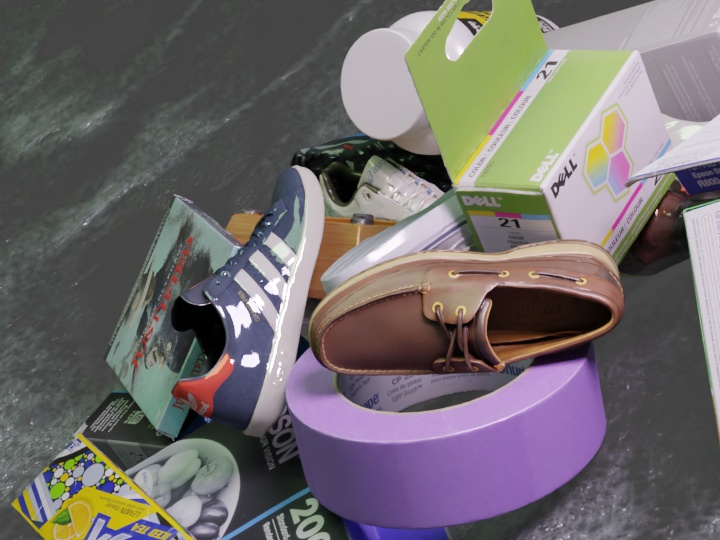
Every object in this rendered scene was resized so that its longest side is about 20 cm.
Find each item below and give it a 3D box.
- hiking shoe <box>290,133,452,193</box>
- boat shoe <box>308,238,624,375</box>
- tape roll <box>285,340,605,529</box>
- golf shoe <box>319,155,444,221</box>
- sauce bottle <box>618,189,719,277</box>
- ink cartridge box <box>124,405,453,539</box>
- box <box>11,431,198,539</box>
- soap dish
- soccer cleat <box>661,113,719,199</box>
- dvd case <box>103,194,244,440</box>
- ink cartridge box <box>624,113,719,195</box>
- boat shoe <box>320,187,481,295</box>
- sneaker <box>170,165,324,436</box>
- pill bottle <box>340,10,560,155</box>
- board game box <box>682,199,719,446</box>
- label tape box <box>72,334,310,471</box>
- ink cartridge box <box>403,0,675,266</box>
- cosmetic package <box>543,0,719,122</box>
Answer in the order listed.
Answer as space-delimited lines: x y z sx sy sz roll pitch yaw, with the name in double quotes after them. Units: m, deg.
0.033 -0.090 1.710 0.199 0.075 0.087 9 27 42 "hiking shoe"
0.066 0.028 1.251 0.199 0.072 0.068 -10 22 1 "boat shoe"
0.055 0.085 1.301 0.199 0.066 0.200 -12 24 5 "tape roll"
0.035 -0.043 1.591 0.200 0.097 0.078 3 38 50 "golf shoe"
0.185 -0.025 1.416 0.199 0.066 0.066 -1 40 48 "sauce bottle"
-0.055 0.158 1.359 0.199 0.043 0.198 -30 36 5 "ink cartridge box"
-0.148 0.184 1.315 0.070 0.064 0.200 -47 36 -9 "box"
0.000 0.000 1.489 0.157 0.082 0.200 2 3 -36 "soap dish"
0.191 -0.077 1.491 0.199 0.069 0.078 -1 59 39 "soccer cleat"
-0.138 0.029 1.514 0.147 0.022 0.200 -66 20 5 "dvd case"
0.295 -0.094 1.255 0.200 0.041 0.199 -33 14 -37 "ink cartridge box"
0.059 -0.013 1.348 0.200 0.067 0.073 -32 6 -38 "boat shoe"
-0.080 0.009 1.368 0.075 0.084 0.201 123 160 -57 "sneaker"
0.079 -0.150 1.611 0.112 0.113 0.200 -12 -2 39 "pill bottle"
0.290 0.013 1.146 0.199 0.040 0.154 -17 67 31 "board game box"
-0.106 0.103 1.535 0.200 0.066 0.143 -3 39 51 "label tape box"
0.120 -0.099 1.310 0.075 0.200 0.148 7 46 37 "ink cartridge box"
0.219 -0.139 1.533 0.199 0.107 0.090 -8 34 40 "cosmetic package"
